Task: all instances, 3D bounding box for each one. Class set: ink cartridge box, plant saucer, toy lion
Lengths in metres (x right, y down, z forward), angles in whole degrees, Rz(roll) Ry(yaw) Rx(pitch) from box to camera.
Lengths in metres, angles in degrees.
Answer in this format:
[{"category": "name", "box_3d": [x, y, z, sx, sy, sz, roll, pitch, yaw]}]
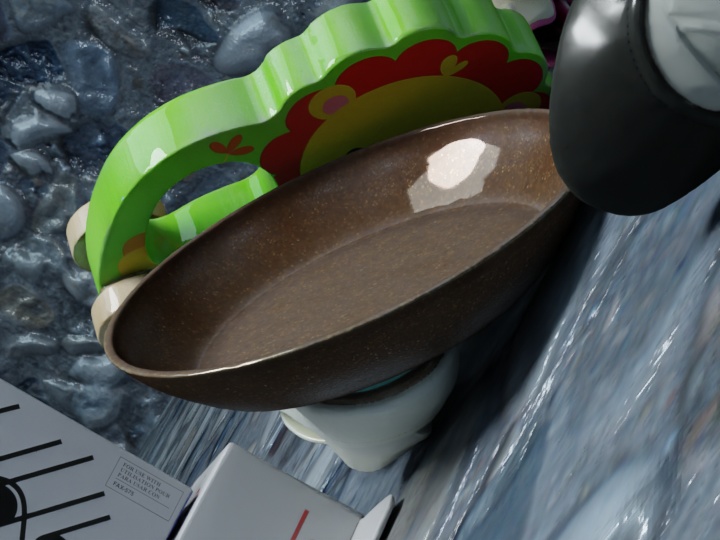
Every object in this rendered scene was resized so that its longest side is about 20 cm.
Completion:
[{"category": "ink cartridge box", "box_3d": [-0.174, 0.079, 0.737, 0.094, 0.199, 0.044, -62, 7, -25]}, {"category": "plant saucer", "box_3d": [0.000, 0.000, 0.724, 0.199, 0.037, 0.201, -21, 19, 8]}, {"category": "ink cartridge box", "box_3d": [-0.064, 0.148, 0.786, 0.116, 0.066, 0.200, -63, 6, -28]}, {"category": "toy lion", "box_3d": [-0.016, -0.049, 0.850, 0.192, 0.198, 0.069, 115, 142, -48]}]

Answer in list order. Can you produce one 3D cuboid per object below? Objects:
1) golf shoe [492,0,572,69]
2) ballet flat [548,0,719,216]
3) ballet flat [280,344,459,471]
[{"category": "golf shoe", "box_3d": [0.076, -0.126, 0.953, 0.075, 0.091, 0.200, -51, -16, 15]}, {"category": "ballet flat", "box_3d": [0.112, -0.100, 0.481, 0.201, 0.068, 0.068, -60, 14, 8]}, {"category": "ballet flat", "box_3d": [-0.007, 0.045, 0.771, 0.070, 0.069, 0.200, -60, 25, -6]}]
